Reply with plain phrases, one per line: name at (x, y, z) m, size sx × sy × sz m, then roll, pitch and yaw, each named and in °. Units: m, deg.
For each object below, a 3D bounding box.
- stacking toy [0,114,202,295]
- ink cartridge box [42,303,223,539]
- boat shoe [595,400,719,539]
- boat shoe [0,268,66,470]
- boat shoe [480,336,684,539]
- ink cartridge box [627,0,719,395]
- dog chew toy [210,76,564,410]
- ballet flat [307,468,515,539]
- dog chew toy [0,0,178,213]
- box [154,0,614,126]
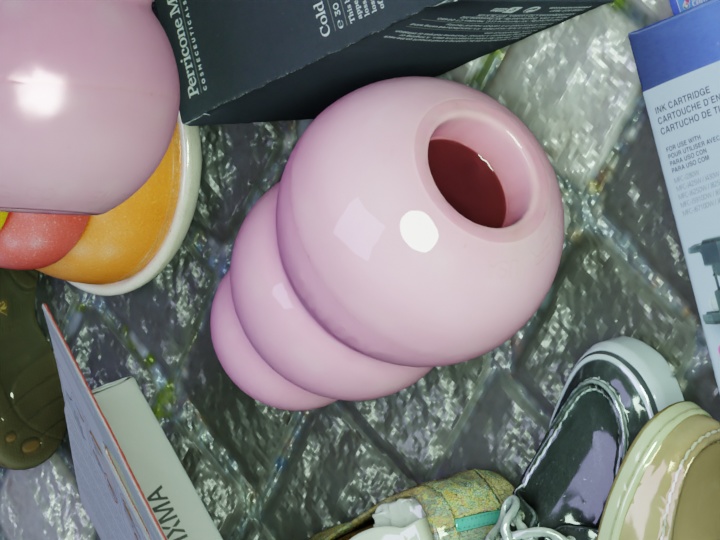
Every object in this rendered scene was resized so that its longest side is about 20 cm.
stacking toy at (-0.191, -0.054, 1.250) m, size 0.146 × 0.200 × 0.146 m, roll 6°, pitch 99°, yaw 46°
ink cartridge box at (-0.085, 0.128, 1.201) m, size 0.174 × 0.044 × 0.200 m, roll 89°, pitch 155°, yaw -51°
boat shoe at (0.136, 0.151, 1.036) m, size 0.066 × 0.074 × 0.200 m, roll 20°, pitch 119°, yaw 39°
boat shoe at (-0.211, 0.009, 1.371) m, size 0.068 × 0.072 × 0.200 m, roll -8°, pitch 92°, yaw 44°
boat shoe at (0.083, 0.125, 1.083) m, size 0.074 × 0.068 × 0.200 m, roll 32°, pitch 116°, yaw 39°
ink cartridge box at (0.172, -0.046, 0.994) m, size 0.119 × 0.042 × 0.200 m, roll -20°, pitch 79°, yaw 45°
dog chew toy at (0.000, 0.000, 1.123) m, size 0.200 × 0.124 × 0.125 m, roll -39°, pitch 67°, yaw 49°
ballet flat at (-0.004, 0.146, 1.178) m, size 0.200 × 0.071 × 0.071 m, roll -36°, pitch 70°, yaw 43°
dog chew toy at (-0.137, -0.126, 1.093) m, size 0.124 × 0.124 × 0.200 m, roll 1°, pitch 88°, yaw 46°
box at (-0.007, -0.183, 1.113) m, size 0.182 × 0.104 × 0.200 m, roll -19°, pitch 81°, yaw 46°
